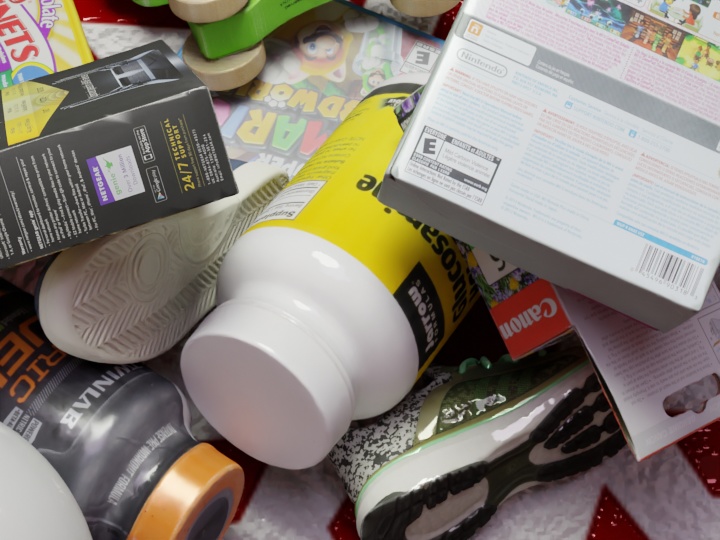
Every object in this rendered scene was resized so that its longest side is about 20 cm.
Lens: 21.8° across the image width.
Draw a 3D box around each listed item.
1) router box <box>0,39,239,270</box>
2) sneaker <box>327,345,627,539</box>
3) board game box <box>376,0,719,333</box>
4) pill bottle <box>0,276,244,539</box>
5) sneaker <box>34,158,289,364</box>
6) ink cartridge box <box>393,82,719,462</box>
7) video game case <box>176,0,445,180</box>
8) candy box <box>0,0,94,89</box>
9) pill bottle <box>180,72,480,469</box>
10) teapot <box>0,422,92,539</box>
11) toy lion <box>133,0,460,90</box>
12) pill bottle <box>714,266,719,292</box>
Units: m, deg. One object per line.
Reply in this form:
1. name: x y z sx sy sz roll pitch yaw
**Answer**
1. router box: -0.150 -0.053 0.880 0.156 0.053 0.200 -18 16 -7
2. sneaker: 0.066 0.064 0.937 0.199 0.077 0.089 -26 51 -20
3. board game box: 0.114 -0.095 0.831 0.147 0.064 0.201 25 80 1
4. pill bottle: -0.154 0.076 0.903 0.199 0.107 0.106 29 62 16
5. sneaker: -0.114 -0.011 0.924 0.084 0.076 0.200 13 19 24
6. ink cartridge box: 0.106 -0.009 0.897 0.108 0.050 0.201 -19 81 -41
7. video game case: -0.052 -0.077 1.049 0.142 0.018 0.201 24 61 13
8. candy box: -0.208 -0.128 1.066 0.101 0.027 0.201 -18 57 -9
9. pill bottle: 0.000 0.000 0.928 0.112 0.113 0.200 27 52 15
10. teapot: -0.214 0.154 0.794 0.199 0.146 0.199 27 101 16
11. toy lion: -0.058 -0.203 1.085 0.198 0.069 0.192 -20 48 -7
12. pill bottle: 0.167 -0.055 0.983 0.111 0.111 0.200 -36 65 -20
